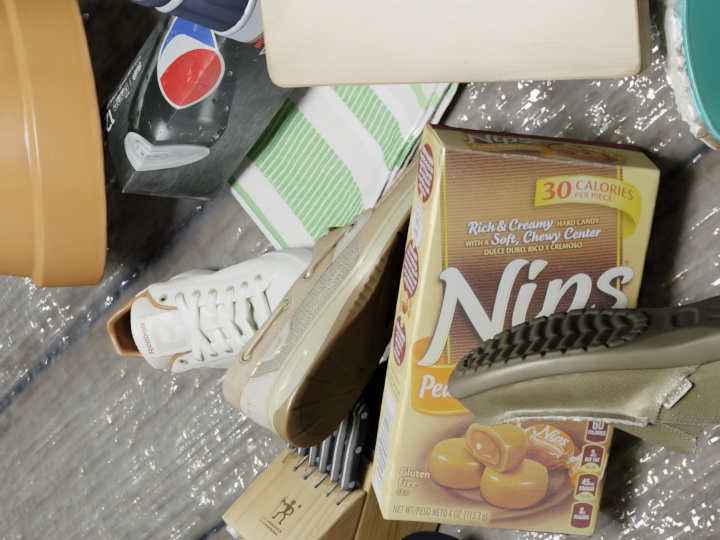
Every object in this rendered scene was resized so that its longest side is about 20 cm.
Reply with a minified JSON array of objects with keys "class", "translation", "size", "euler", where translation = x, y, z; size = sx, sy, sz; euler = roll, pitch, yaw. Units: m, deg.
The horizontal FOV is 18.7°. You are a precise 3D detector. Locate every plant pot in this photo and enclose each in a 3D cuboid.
[{"class":"plant pot","translation":[-0.246,-0.084,1.396],"size":[0.200,0.139,0.202],"euler":[174,90,-77]}]

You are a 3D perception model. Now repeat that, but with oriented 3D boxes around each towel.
[{"class":"towel","translation":[-0.016,-0.098,1.284],"size":[0.153,0.023,0.201],"euler":[50,128,32]}]

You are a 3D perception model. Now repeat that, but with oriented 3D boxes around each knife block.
[{"class":"knife block","translation":[0.015,0.119,1.262],"size":[0.064,0.176,0.200],"euler":[35,164,40]}]

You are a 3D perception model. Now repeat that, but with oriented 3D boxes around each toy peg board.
[{"class":"toy peg board","translation":[0.052,-0.200,1.080],"size":[0.199,0.098,0.201],"euler":[1,106,25]}]

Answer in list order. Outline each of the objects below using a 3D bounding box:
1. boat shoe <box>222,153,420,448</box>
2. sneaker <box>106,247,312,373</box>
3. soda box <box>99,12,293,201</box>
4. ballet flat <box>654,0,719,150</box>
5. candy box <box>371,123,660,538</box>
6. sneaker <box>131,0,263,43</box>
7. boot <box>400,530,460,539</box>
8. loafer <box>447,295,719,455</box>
[{"class":"boat shoe","translation":[0.000,0.000,1.179],"size":[0.065,0.072,0.200],"euler":[27,76,36]},{"class":"sneaker","translation":[-0.083,0.035,1.314],"size":[0.200,0.084,0.073],"euler":[-10,99,54]},{"class":"soda box","translation":[-0.077,-0.128,1.279],"size":[0.200,0.070,0.064],"euler":[-52,47,37]},{"class":"ballet flat","translation":[0.170,-0.158,1.054],"size":[0.072,0.071,0.202],"euler":[-2,91,48]},{"class":"candy box","translation":[0.077,0.032,1.125],"size":[0.055,0.115,0.201],"euler":[-115,32,-70]},{"class":"sneaker","translation":[-0.118,-0.212,1.196],"size":[0.070,0.108,0.201],"euler":[-51,46,32]},{"class":"boot","translation":[0.079,0.243,1.204],"size":[0.200,0.074,0.097],"euler":[51,146,31]},{"class":"loafer","translation":[0.140,0.055,1.050],"size":[0.199,0.076,0.068],"euler":[-8,104,18]}]
